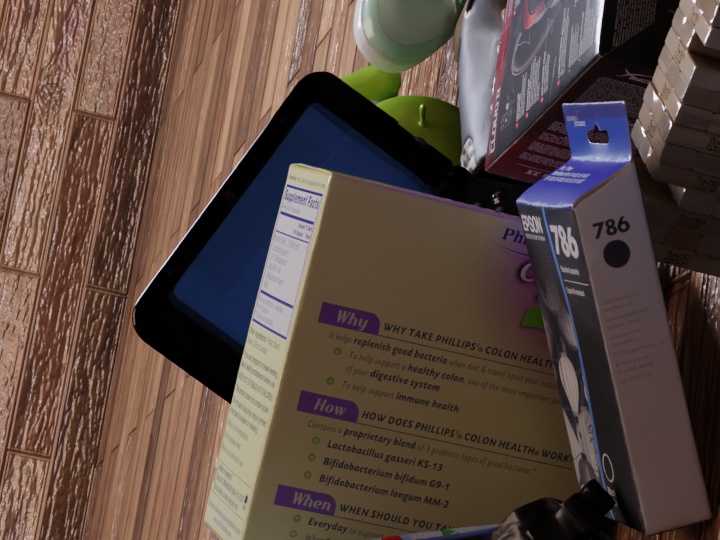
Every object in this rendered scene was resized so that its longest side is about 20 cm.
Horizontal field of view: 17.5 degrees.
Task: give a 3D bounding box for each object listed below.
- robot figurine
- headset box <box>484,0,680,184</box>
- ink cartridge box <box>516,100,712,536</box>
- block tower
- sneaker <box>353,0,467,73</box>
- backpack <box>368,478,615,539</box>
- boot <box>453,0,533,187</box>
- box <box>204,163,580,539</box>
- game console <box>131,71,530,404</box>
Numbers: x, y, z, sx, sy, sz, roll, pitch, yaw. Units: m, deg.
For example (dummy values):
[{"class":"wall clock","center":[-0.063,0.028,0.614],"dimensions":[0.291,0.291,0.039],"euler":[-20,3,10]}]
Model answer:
[{"class":"robot figurine","center":[0.026,-0.049,1.569],"dimensions":[0.200,0.115,0.176],"euler":[142,111,-72]},{"class":"headset box","center":[0.134,-0.138,1.279],"dimensions":[0.200,0.075,0.149],"euler":[133,147,-66]},{"class":"ink cartridge box","center":[0.115,0.020,1.112],"dimensions":[0.099,0.039,0.201],"euler":[-169,67,-78]},{"class":"block tower","center":[0.176,-0.100,1.107],"dimensions":[0.054,0.058,0.200],"euler":[-103,30,-61]},{"class":"sneaker","center":[0.070,-0.221,1.511],"dimensions":[0.201,0.074,0.118],"euler":[-53,6,-13]},{"class":"backpack","center":[0.033,0.211,1.105],"dimensions":[0.154,0.190,0.200],"euler":[86,-175,-63]},{"class":"boot","center":[0.104,-0.138,1.426],"dimensions":[0.204,0.073,0.154],"euler":[109,165,-52]},{"class":"box","center":[0.031,0.062,1.216],"dimensions":[0.097,0.175,0.201],"euler":[-157,80,-74]},{"class":"game console","center":[0.000,0.000,1.337],"dimensions":[0.176,0.116,0.200],"euler":[15,65,52]}]
